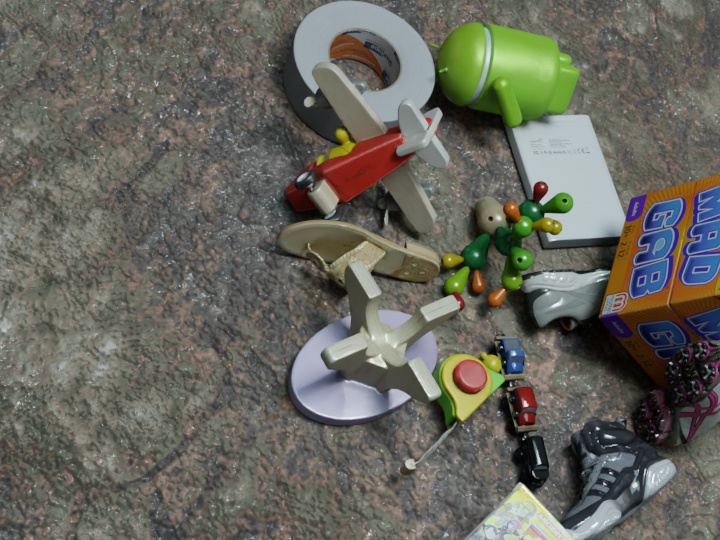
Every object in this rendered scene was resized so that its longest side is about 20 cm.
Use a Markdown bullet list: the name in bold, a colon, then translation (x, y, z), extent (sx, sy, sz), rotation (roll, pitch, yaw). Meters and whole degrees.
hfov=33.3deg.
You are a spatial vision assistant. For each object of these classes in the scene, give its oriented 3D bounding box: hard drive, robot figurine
- **hard drive**: translation (0.287, -0.126, 1.674), extent (0.131, 0.027, 0.201), rotation (-3, 62, -21)
- **robot figurine**: translation (0.193, -0.272, 1.647), extent (0.198, 0.116, 0.176), rotation (9, 34, -15)

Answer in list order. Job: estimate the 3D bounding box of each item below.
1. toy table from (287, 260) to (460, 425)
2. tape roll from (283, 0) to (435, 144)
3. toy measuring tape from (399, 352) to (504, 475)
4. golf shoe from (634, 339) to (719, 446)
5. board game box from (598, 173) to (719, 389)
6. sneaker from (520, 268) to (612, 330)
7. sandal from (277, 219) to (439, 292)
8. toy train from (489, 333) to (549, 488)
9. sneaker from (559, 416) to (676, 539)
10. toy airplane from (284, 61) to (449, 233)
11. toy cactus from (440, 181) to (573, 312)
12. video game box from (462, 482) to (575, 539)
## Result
- **toy table**: translation (0.020, 0.093, 1.405), extent (0.200, 0.117, 0.184), rotation (-34, 77, -32)
- **tape roll**: translation (-0.002, -0.266, 1.631), extent (0.199, 0.066, 0.202), rotation (9, 58, -14)
- **toy measuring tape**: translation (0.097, 0.156, 1.424), extent (0.074, 0.074, 0.200), rotation (45, 57, 9)
- **golf shoe**: translation (0.410, 0.146, 1.458), extent (0.091, 0.200, 0.073), rotation (2, 55, -15)
- **board game box**: translation (0.450, 0.024, 1.498), extent (0.200, 0.199, 0.201), rotation (44, 51, -29)
- **sneaker**: translation (0.295, 0.036, 1.568), extent (0.199, 0.074, 0.080), rotation (-3, 87, -24)
- **sandal**: translation (0.002, -0.003, 1.477), extent (0.210, 0.078, 0.070), rotation (11, 52, -19)
- **toy train**: translation (0.194, 0.165, 1.465), extent (0.034, 0.046, 0.201), rotation (-1, 62, -19)
- **sneaker**: translation (0.274, 0.251, 1.432), extent (0.199, 0.076, 0.114), rotation (-27, 66, -29)
- **toy airplane**: translation (0.016, -0.152, 1.502), extent (0.197, 0.201, 0.141), rotation (11, 28, -5)
- **toy cactus**: translation (0.173, -0.048, 1.537), extent (0.102, 0.200, 0.165), rotation (34, 17, -26)
- **video game box**: translation (0.178, 0.368, 1.314), extent (0.182, 0.047, 0.200), rotation (-41, 80, -10)
